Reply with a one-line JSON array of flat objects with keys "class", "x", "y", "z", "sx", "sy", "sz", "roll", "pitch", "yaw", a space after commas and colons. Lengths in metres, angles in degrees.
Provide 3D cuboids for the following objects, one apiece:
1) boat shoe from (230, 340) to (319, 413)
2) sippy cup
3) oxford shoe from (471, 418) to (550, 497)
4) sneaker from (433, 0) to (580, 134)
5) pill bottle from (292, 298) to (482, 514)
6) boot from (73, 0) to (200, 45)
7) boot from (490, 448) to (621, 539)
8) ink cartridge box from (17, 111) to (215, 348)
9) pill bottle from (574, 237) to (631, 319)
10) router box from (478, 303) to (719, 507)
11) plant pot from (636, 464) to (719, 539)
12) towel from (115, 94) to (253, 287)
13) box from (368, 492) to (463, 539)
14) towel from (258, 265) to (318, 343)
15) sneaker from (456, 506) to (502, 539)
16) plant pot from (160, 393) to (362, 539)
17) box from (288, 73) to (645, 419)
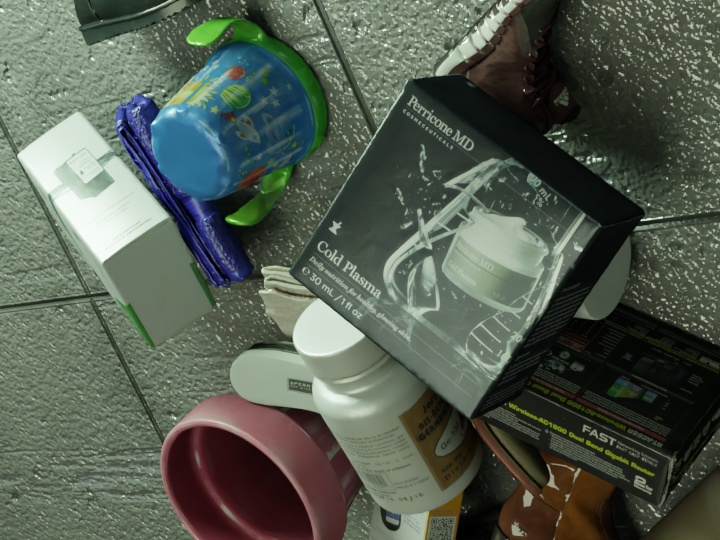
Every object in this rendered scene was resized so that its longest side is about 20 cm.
[{"class": "boat shoe", "x": -0.023, "y": 0.105, "z": 1.815, "sx": 0.200, "sy": 0.064, "sz": 0.071, "roll": 14, "pitch": 114, "yaw": 14}, {"class": "sippy cup", "x": -0.121, "y": -0.134, "z": 1.749, "sx": 0.178, "sy": 0.130, "sz": 0.140, "roll": 53, "pitch": 137, "yaw": -5}, {"class": "oxford shoe", "x": 0.132, "y": 0.111, "z": 1.709, "sx": 0.200, "sy": 0.075, "sz": 0.070, "roll": 63, "pitch": -173, "yaw": 29}, {"class": "sneaker", "x": 0.151, "y": -0.180, "z": 1.545, "sx": 0.116, "sy": 0.076, "sz": 0.200, "roll": 44, "pitch": 148, "yaw": -3}, {"class": "pill bottle", "x": 0.022, "y": 0.113, "z": 1.676, "sx": 0.114, "sy": 0.114, "sz": 0.200, "roll": 2, "pitch": 135, "yaw": 38}, {"class": "boot", "x": -0.230, "y": -0.306, "z": 1.760, "sx": 0.198, "sy": 0.073, "sz": 0.163, "roll": -10, "pitch": 110, "yaw": 44}, {"class": "boot", "x": 0.234, "y": 0.205, "z": 1.757, "sx": 0.188, "sy": 0.068, "sz": 0.200, "roll": 19, "pitch": 114, "yaw": -4}, {"class": "ink cartridge box", "x": -0.243, "y": -0.042, "z": 1.870, "sx": 0.200, "sy": 0.083, "sz": 0.147, "roll": 48, "pitch": 168, "yaw": 40}, {"class": "pill bottle", "x": 0.126, "y": -0.019, "z": 1.642, "sx": 0.200, "sy": 0.114, "sz": 0.114, "roll": 11, "pitch": 126, "yaw": 34}, {"class": "router box", "x": 0.212, "y": 0.101, "z": 1.634, "sx": 0.200, "sy": 0.150, "sz": 0.062, "roll": 25, "pitch": 134, "yaw": 24}, {"class": "plant pot", "x": 0.332, "y": 0.262, "z": 1.648, "sx": 0.200, "sy": 0.200, "sz": 0.174, "roll": 33, "pitch": 118, "yaw": 16}, {"class": "towel", "x": -0.180, "y": -0.077, "z": 1.850, "sx": 0.200, "sy": 0.050, "sz": 0.148, "roll": 60, "pitch": 173, "yaw": -11}, {"class": "box", "x": 0.058, "y": 0.210, "z": 1.841, "sx": 0.119, "sy": 0.041, "sz": 0.200, "roll": -148, "pitch": 66, "yaw": -63}, {"class": "towel", "x": -0.016, "y": 0.048, "z": 1.779, "sx": 0.132, "sy": 0.035, "sz": 0.200, "roll": 9, "pitch": 162, "yaw": 17}, {"class": "sneaker", "x": 0.086, "y": 0.309, "z": 1.919, "sx": 0.199, "sy": 0.114, "sz": 0.076, "roll": -27, "pitch": 100, "yaw": 49}, {"class": "plant pot", "x": -0.072, "y": 0.188, "z": 1.910, "sx": 0.200, "sy": 0.179, "sz": 0.200, "roll": 21, "pitch": 131, "yaw": 27}, {"class": "box", "x": 0.086, "y": -0.022, "z": 1.524, "sx": 0.200, "sy": 0.124, "sz": 0.197, "roll": 38, "pitch": 110, "yaw": 16}]
